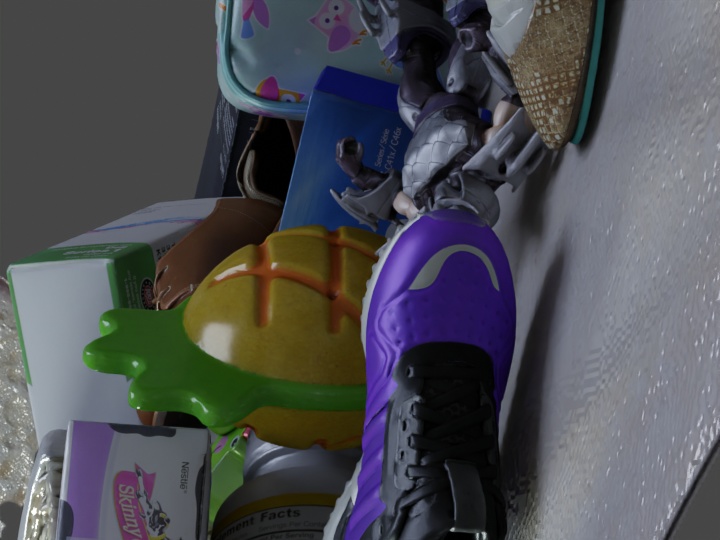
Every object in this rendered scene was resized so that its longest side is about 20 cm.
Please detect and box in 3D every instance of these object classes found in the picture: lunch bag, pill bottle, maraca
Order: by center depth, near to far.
[{"bbox_3d":[-0.036,0.036,1.080,0.137,0.199,0.108,31,123,49],"label":"maraca"},{"bbox_3d":[-0.024,0.169,1.107,0.112,0.111,0.201,111,166,-49],"label":"pill bottle"},{"bbox_3d":[0.003,-0.180,1.206,0.077,0.159,0.201,-161,75,-86],"label":"lunch bag"}]

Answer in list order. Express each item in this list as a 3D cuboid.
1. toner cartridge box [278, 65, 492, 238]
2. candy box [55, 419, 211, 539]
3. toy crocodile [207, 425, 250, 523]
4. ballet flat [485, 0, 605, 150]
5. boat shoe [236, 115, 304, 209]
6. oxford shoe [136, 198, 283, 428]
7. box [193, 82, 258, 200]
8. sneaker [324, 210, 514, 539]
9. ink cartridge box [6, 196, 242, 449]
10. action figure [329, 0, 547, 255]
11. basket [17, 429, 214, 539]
[{"bbox_3d":[0.000,0.000,1.182,0.043,0.095,0.201,-67,-8,-66],"label":"toner cartridge box"},{"bbox_3d":[-0.116,0.174,1.119,0.200,0.071,0.169,106,168,-76],"label":"candy box"},{"bbox_3d":[-0.031,0.062,1.274,0.200,0.067,0.062,-52,20,-14],"label":"toy crocodile"},{"bbox_3d":[0.081,-0.155,0.972,0.071,0.065,0.201,154,126,-78],"label":"ballet flat"},{"bbox_3d":[-0.042,-0.061,1.327,0.076,0.072,0.200,55,154,21],"label":"boat shoe"},{"bbox_3d":[-0.090,0.025,1.224,0.200,0.071,0.072,-62,-11,-54],"label":"oxford shoe"},{"bbox_3d":[-0.056,-0.077,1.601,0.200,0.104,0.183,-101,24,-67],"label":"box"},{"bbox_3d":[0.037,0.078,0.962,0.100,0.069,0.201,-130,48,-69],"label":"sneaker"},{"bbox_3d":[-0.132,0.042,1.431,0.200,0.084,0.146,-29,-68,-63],"label":"ink cartridge box"},{"bbox_3d":[0.039,-0.081,1.067,0.130,0.069,0.201,-34,36,27],"label":"action figure"},{"bbox_3d":[-0.101,0.190,1.313,0.124,0.199,0.136,-100,22,-49],"label":"basket"}]
